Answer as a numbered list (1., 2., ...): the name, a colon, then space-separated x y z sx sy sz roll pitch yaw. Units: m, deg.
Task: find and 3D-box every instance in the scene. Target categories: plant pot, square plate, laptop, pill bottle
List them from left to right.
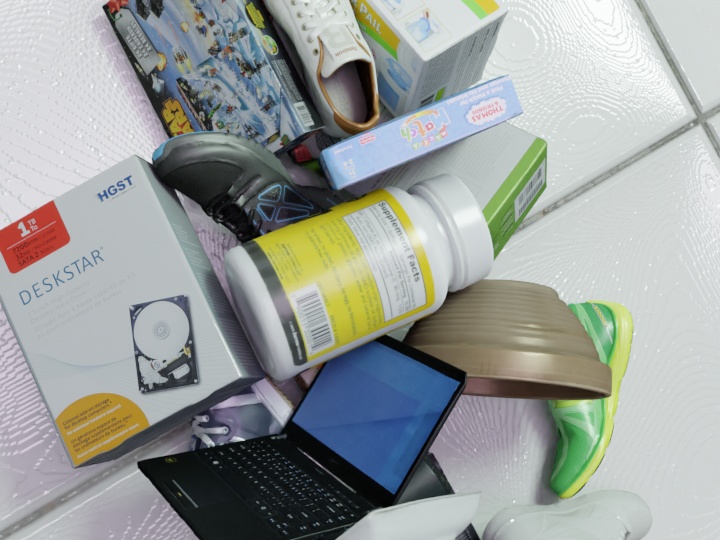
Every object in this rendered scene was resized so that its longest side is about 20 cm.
1. laptop: -0.049 0.117 0.725 0.199 0.177 0.104 -6 103 -30
2. square plate: -0.010 0.240 0.720 0.200 0.198 0.028 -43 65 17
3. pill bottle: 0.000 0.000 0.775 0.199 0.114 0.115 -23 89 -16
4. plant pot: 0.124 0.062 0.853 0.200 0.201 0.093 8 77 -17

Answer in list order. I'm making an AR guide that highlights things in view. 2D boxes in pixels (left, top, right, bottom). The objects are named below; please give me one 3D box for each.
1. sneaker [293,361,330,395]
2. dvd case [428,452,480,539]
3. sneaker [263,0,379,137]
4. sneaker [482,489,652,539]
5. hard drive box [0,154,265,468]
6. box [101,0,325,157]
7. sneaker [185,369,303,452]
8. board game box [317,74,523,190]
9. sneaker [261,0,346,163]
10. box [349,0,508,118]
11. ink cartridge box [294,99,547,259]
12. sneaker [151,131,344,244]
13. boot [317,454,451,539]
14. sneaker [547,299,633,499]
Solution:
1. sneaker: -0.021 0.083 0.871 0.080 0.071 0.200 -35 92 -15
2. dvd case: 0.055 0.295 0.892 0.148 0.016 0.201 -29 91 -20
3. sneaker: -0.027 -0.210 0.808 0.073 0.085 0.201 -28 107 -14
4. sneaker: 0.222 0.267 0.880 0.199 0.116 0.074 0 114 -32
5. hard drive box: -0.194 0.034 0.776 0.155 0.077 0.201 -29 80 5
6. box: -0.133 -0.182 0.844 0.040 0.137 0.201 -28 92 -57
7. sneaker: -0.139 0.114 0.829 0.108 0.070 0.200 -44 99 -20
8. board game box: 0.040 -0.110 0.794 0.151 0.200 0.037 -22 95 -1
9. sneaker: -0.047 -0.206 0.889 0.082 0.078 0.201 -12 106 -9
10. box: 0.026 -0.257 0.890 0.101 0.113 0.200 -34 75 -19
11. ink cartridge box: 0.061 -0.095 0.930 0.200 0.076 0.148 30 71 24
12. sneaker: -0.087 -0.052 0.812 0.200 0.073 0.082 24 54 -35
13. boot: -0.009 0.201 0.783 0.168 0.200 0.076 -35 60 -12
14. sneaker: 0.215 0.126 0.951 0.083 0.074 0.201 13 81 11
